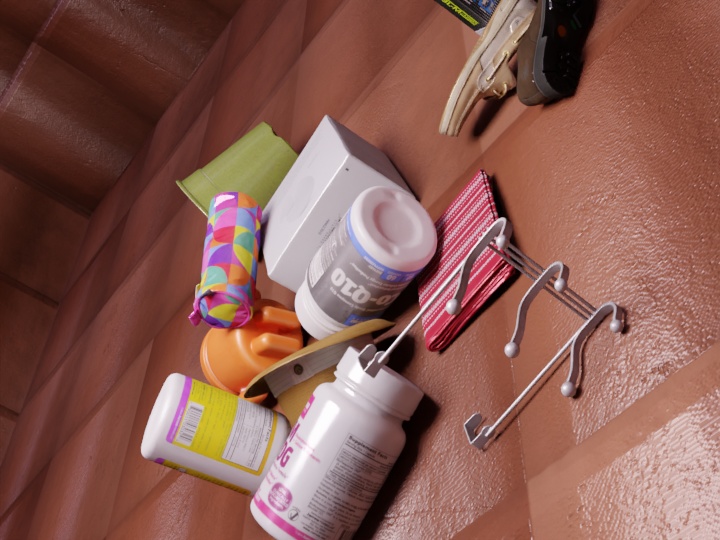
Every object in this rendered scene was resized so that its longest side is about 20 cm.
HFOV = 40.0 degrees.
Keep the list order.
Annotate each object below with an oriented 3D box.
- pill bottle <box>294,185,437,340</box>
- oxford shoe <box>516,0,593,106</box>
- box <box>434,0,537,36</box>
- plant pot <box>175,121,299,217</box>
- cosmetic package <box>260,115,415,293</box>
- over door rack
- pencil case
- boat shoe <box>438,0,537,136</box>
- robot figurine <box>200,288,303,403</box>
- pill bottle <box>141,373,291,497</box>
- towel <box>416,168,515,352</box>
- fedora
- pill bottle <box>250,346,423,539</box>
[{"bbox_3d":[0.000,0.000,1.207,0.200,0.112,0.115,-51,21,46],"label":"pill bottle"},{"bbox_3d":[0.220,-0.283,1.165,0.084,0.072,0.203,-23,42,57],"label":"oxford shoe"},{"bbox_3d":[0.162,-0.420,1.286,0.196,0.198,0.047,-63,21,-11],"label":"box"},{"bbox_3d":[-0.193,-0.155,1.765,0.190,0.200,0.200,-45,23,-1],"label":"plant pot"},{"bbox_3d":[-0.042,-0.083,1.401,0.201,0.122,0.201,-54,24,14],"label":"cosmetic package"},{"bbox_3d":[0.113,0.070,0.866,0.200,0.147,0.067,-46,20,27],"label":"over door rack"},{"bbox_3d":[-0.184,-0.015,1.371,0.088,0.088,0.202,-40,33,38],"label":"pencil case"},{"bbox_3d":[0.167,-0.251,1.235,0.202,0.068,0.074,-61,-2,8],"label":"boat shoe"},{"bbox_3d":[-0.157,0.111,1.420,0.116,0.145,0.199,-32,1,-41],"label":"robot figurine"},{"bbox_3d":[-0.151,0.204,1.171,0.105,0.197,0.105,-58,16,29],"label":"pill bottle"},{"bbox_3d":[0.114,-0.014,1.124,0.145,0.022,0.201,-50,22,27],"label":"towel"},{"bbox_3d":[-0.037,0.129,1.147,0.200,0.199,0.083,-35,77,45],"label":"fedora"},{"bbox_3d":[-0.022,0.191,1.040,0.202,0.112,0.113,-60,23,-1],"label":"pill bottle"}]
